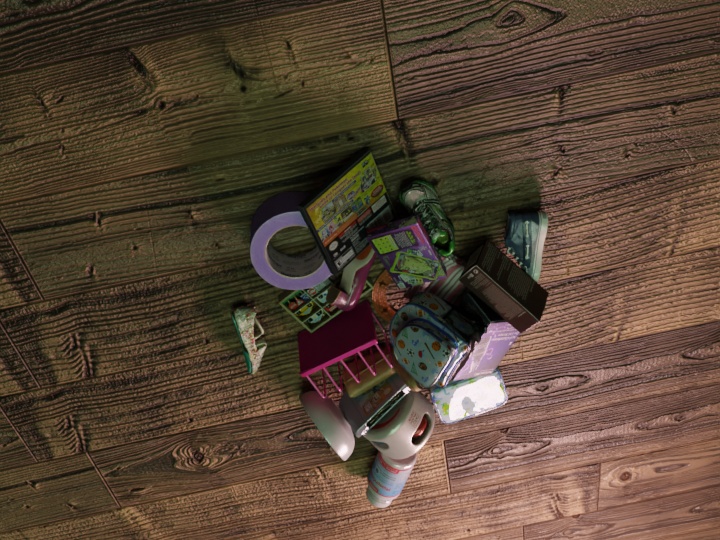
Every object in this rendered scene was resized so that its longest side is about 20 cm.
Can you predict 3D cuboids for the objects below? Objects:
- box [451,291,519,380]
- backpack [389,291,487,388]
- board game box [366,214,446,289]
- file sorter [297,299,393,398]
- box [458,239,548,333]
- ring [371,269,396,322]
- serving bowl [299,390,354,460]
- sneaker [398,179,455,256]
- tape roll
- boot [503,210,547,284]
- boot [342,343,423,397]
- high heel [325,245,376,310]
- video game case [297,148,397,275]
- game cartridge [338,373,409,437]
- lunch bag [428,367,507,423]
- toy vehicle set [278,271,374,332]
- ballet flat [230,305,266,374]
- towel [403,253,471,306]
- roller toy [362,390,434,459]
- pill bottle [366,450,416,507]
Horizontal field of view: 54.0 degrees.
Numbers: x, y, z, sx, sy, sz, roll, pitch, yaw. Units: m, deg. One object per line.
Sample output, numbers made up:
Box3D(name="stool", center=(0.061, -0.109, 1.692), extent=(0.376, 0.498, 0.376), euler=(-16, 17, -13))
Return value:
Box3D(name="box", center=(0.288, 0.156, 1.708), extent=(0.146, 0.105, 0.202), euler=(-2, 132, -37))
Box3D(name="backpack", center=(0.156, 0.155, 1.612), extent=(0.153, 0.190, 0.202), euler=(-22, 147, -49))
Box3D(name="board game box", center=(0.103, -0.036, 1.539), extent=(0.118, 0.033, 0.201), euler=(-11, 141, 21))
Box3D(name="file sorter", center=(-0.034, 0.197, 1.701), extent=(0.197, 0.140, 0.126), euler=(-25, 127, 11))
Box3D(name="box", center=(0.329, 0.036, 1.614), extent=(0.199, 0.101, 0.075), euler=(39, 137, -6))
Box3D(name="ring", center=(0.124, 0.057, 1.697), extent=(0.196, 0.019, 0.203), euler=(-4, 127, -6))
Box3D(name="serving bowl", center=(-0.074, 0.385, 1.808), extent=(0.065, 0.200, 0.201), euler=(-36, 125, -6))
Box3D(name="sneaker", center=(0.155, -0.115, 1.536), extent=(0.077, 0.086, 0.200), euler=(-33, 123, 16))
Box3D(name="tape roll", center=(-0.141, -0.063, 1.532), extent=(0.196, 0.086, 0.203), euler=(-4, 125, -5))
Box3D(name="boot", center=(0.372, -0.047, 1.634), extent=(0.088, 0.073, 0.203), euler=(2, 119, 1))
Box3D(name="boot", center=(0.054, 0.262, 1.732), extent=(0.198, 0.177, 0.066), euler=(-31, 125, 18))
Box3D(name="high heel", center=(0.000, 0.000, 1.597), extent=(0.201, 0.067, 0.096), euler=(-53, 148, 11))
Box3D(name="video game case", center=(-0.022, -0.122, 1.475), extent=(0.200, 0.025, 0.182), euler=(-43, 130, -22))
Box3D(name="game cartridge", center=(0.036, 0.308, 1.783), extent=(0.200, 0.133, 0.041), euler=(-45, 134, 3))
Box3D(name="lunch bag", center=(0.282, 0.315, 1.866), extent=(0.197, 0.083, 0.162), euler=(-21, 125, 7))
Box3D(name="toy vehicle set", center=(-0.081, 0.051, 1.658), extent=(0.199, 0.027, 0.124), euler=(-36, 122, 17))
Box3D(name="ballet flat", center=(-0.259, 0.167, 1.692), extent=(0.063, 0.076, 0.203), euler=(-19, 131, -14))
Box3D(name="towel", center=(0.216, 0.044, 1.673), extent=(0.198, 0.030, 0.147), euler=(25, 116, -28))
Box3D(name="roller toy", center=(0.090, 0.374, 1.818), extent=(0.198, 0.184, 0.140), euler=(-34, 123, 17))
Box3D(name="pill bottle", center=(0.081, 0.579, 2.012), extent=(0.107, 0.110, 0.203), euler=(9, 123, -14))
